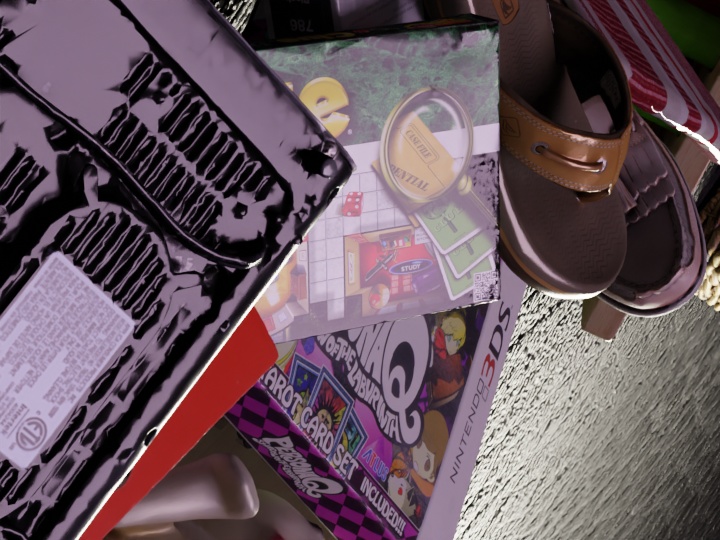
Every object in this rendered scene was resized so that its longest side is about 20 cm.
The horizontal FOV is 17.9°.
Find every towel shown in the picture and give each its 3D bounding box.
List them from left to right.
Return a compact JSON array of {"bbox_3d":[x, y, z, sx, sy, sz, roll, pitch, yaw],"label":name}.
[{"bbox_3d":[0.101,-0.119,1.006,0.023,0.144,0.200,-37,160,15],"label":"towel"}]

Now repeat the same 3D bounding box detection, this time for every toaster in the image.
[{"bbox_3d":[-0.126,-0.012,0.533,0.200,0.118,0.181,-54,129,-11],"label":"toaster"}]

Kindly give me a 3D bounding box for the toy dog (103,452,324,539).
[{"bbox_3d":[-0.085,0.153,0.862,0.200,0.140,0.194,-30,163,-52],"label":"toy dog"}]

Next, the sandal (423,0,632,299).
[{"bbox_3d":[0.073,-0.069,0.865,0.080,0.054,0.201,-54,137,-41],"label":"sandal"}]

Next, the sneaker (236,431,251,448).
[{"bbox_3d":[-0.022,0.051,1.011,0.079,0.075,0.200,-57,145,-3],"label":"sneaker"}]

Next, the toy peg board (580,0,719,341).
[{"bbox_3d":[0.142,-0.097,1.266,0.201,0.097,0.199,-63,-177,20],"label":"toy peg board"}]

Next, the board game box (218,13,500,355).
[{"bbox_3d":[-0.039,-0.025,0.775,0.199,0.023,0.105,-11,106,-30],"label":"board game box"}]

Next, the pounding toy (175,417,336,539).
[{"bbox_3d":[-0.079,0.214,1.115,0.200,0.142,0.185,-46,159,-31],"label":"pounding toy"}]

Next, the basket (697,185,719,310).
[{"bbox_3d":[0.371,-0.036,1.858,0.200,0.149,0.143,-54,162,-11],"label":"basket"}]

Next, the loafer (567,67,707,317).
[{"bbox_3d":[0.087,-0.070,1.019,0.072,0.201,0.063,-30,155,8],"label":"loafer"}]

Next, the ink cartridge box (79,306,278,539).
[{"bbox_3d":[-0.099,-0.006,0.678,0.163,0.057,0.201,-45,117,-33],"label":"ink cartridge box"}]

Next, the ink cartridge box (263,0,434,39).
[{"bbox_3d":[0.006,-0.100,0.841,0.099,0.039,0.201,-35,123,-51],"label":"ink cartridge box"}]

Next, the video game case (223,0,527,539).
[{"bbox_3d":[0.000,0.000,0.909,0.200,0.036,0.182,53,45,-43],"label":"video game case"}]
